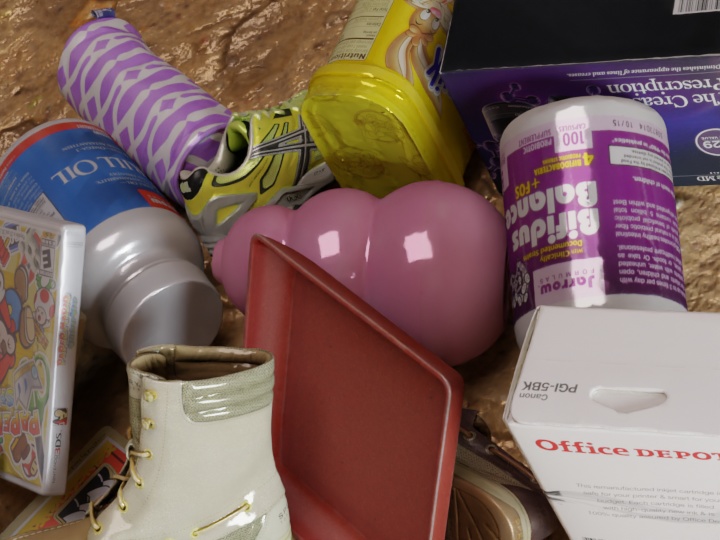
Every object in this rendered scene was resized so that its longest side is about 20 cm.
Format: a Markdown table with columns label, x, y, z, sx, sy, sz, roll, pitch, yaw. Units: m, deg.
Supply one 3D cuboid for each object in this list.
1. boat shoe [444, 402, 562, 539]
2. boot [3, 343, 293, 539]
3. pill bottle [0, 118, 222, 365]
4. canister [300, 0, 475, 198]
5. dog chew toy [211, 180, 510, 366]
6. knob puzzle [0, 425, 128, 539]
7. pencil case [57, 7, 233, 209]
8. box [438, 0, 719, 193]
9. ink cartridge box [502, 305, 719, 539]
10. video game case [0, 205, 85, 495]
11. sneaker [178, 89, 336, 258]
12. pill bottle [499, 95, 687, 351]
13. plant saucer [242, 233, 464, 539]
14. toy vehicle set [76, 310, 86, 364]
| label | x | y | z | sx | sy | sz | roll | pitch | yaw |
| --- | --- | --- | --- | --- | --- | --- | --- | --- | --- |
| boat shoe | 0.055 | 0.122 | 1.455 | 0.072 | 0.073 | 0.200 | -21 | 32 | -32 |
| boot | -0.145 | 0.128 | 1.438 | 0.199 | 0.156 | 0.072 | -9 | 26 | -10 |
| pill bottle | -0.180 | -0.014 | 1.628 | 0.112 | 0.112 | 0.200 | -39 | 50 | -6 |
| canister | 0.046 | -0.153 | 1.603 | 0.086 | 0.149 | 0.201 | 5 | 56 | 31 |
| dog chew toy | 0.000 | 0.000 | 1.506 | 0.198 | 0.125 | 0.125 | 3 | 55 | 8 |
| knob puzzle | -0.175 | 0.211 | 1.510 | 0.218 | 0.031 | 0.221 | -12 | 51 | 16 |
| pencil case | -0.154 | -0.119 | 1.720 | 0.085 | 0.084 | 0.200 | -4 | 35 | -38 |
| box | 0.172 | -0.124 | 1.527 | 0.199 | 0.141 | 0.079 | -2 | 58 | 24 |
| ink cartridge box | 0.185 | 0.109 | 1.304 | 0.146 | 0.200 | 0.083 | 3 | 56 | 26 |
| video game case | -0.257 | 0.047 | 1.573 | 0.199 | 0.023 | 0.183 | 12 | 99 | 50 |
| sneaker | -0.051 | -0.094 | 1.632 | 0.075 | 0.077 | 0.200 | -1 | 41 | 49 |
| pill bottle | 0.150 | 0.000 | 1.444 | 0.112 | 0.112 | 0.201 | -11 | 69 | 18 |
| plant saucer | -0.004 | 0.100 | 1.430 | 0.037 | 0.201 | 0.199 | -18 | 39 | -35 |
| toy vehicle set | -0.264 | 0.032 | 1.633 | 0.026 | 0.125 | 0.200 | -6 | 37 | -35 |
